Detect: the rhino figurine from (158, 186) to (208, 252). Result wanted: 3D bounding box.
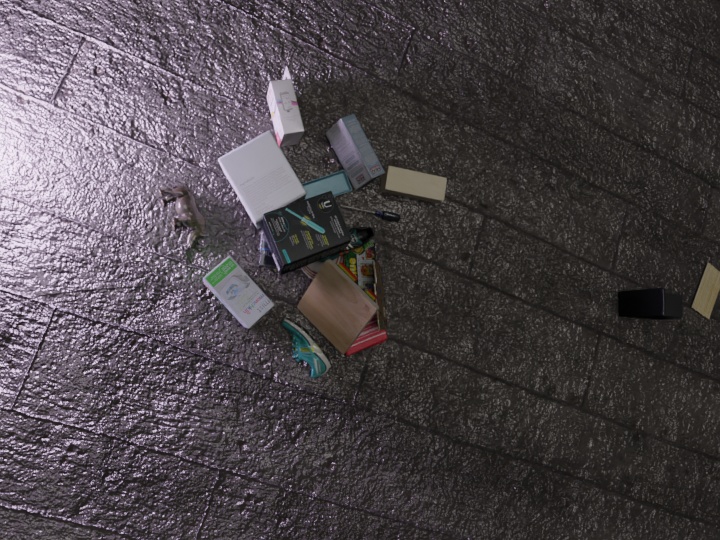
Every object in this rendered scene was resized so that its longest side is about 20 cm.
[{"bbox_3d":[-0.486,-0.144,1.503,0.087,0.060,0.201,-26,95,-28],"label":"rhino figurine"}]

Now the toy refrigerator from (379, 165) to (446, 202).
[{"bbox_3d":[0.167,-0.272,1.704,0.199,0.070,0.077,8,89,-15],"label":"toy refrigerator"}]

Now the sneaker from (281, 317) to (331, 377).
[{"bbox_3d":[-0.166,0.224,1.553,0.080,0.077,0.200,-38,95,-8],"label":"sneaker"}]

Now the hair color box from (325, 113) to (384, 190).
[{"bbox_3d":[-0.017,-0.360,1.637,0.060,0.099,0.201,-29,93,-36],"label":"hair color box"}]

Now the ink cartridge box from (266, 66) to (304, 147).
[{"bbox_3d":[-0.228,-0.483,1.585,0.067,0.116,0.201,-13,87,-17],"label":"ink cartridge box"}]

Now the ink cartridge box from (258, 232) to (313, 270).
[{"bbox_3d":[-0.199,-0.053,1.589,0.199,0.039,0.100,5,82,-16],"label":"ink cartridge box"}]

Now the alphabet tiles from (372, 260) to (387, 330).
[{"bbox_3d":[0.057,0.074,1.591,0.007,0.167,0.202,-7,85,10],"label":"alphabet tiles"}]

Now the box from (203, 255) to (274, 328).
[{"bbox_3d":[-0.331,0.062,1.454,0.097,0.200,0.177,-42,97,-15],"label":"box"}]

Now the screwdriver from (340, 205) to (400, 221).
[{"bbox_3d":[0.033,-0.186,1.673,0.199,0.028,0.029,15,109,-18],"label":"screwdriver"}]

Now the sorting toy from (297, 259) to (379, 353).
[{"bbox_3d":[-0.056,0.097,1.535,0.200,0.199,0.069,43,33,13],"label":"sorting toy"}]

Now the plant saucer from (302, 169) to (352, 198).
[{"bbox_3d":[-0.127,-0.246,1.641,0.199,0.019,0.070,-21,90,-16],"label":"plant saucer"}]

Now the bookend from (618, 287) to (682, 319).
[{"bbox_3d":[1.042,0.118,1.849,0.197,0.200,0.093,5,83,-15],"label":"bookend"}]

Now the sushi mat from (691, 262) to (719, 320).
[{"bbox_3d":[1.318,0.077,2.031,0.095,0.012,0.201,30,77,-10],"label":"sushi mat"}]

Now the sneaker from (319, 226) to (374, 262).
[{"bbox_3d":[-0.046,-0.085,1.571,0.199,0.080,0.072,-27,92,-28],"label":"sneaker"}]

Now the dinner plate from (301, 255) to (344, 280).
[{"bbox_3d":[-0.120,-0.065,1.590,0.199,0.024,0.202,4,84,-44],"label":"dinner plate"}]

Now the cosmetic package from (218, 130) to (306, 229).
[{"bbox_3d":[-0.274,-0.250,1.511,0.166,0.167,0.201,-31,94,-8],"label":"cosmetic package"}]

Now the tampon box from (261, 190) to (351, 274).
[{"bbox_3d":[-0.150,-0.101,1.461,0.199,0.126,0.151,-21,84,-17],"label":"tampon box"}]

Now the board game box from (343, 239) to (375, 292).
[{"bbox_3d":[0.000,0.000,1.629,0.104,0.023,0.201,1,76,-23],"label":"board game box"}]

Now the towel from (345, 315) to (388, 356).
[{"bbox_3d":[-0.013,0.145,1.631,0.144,0.022,0.201,-21,88,-15],"label":"towel"}]
